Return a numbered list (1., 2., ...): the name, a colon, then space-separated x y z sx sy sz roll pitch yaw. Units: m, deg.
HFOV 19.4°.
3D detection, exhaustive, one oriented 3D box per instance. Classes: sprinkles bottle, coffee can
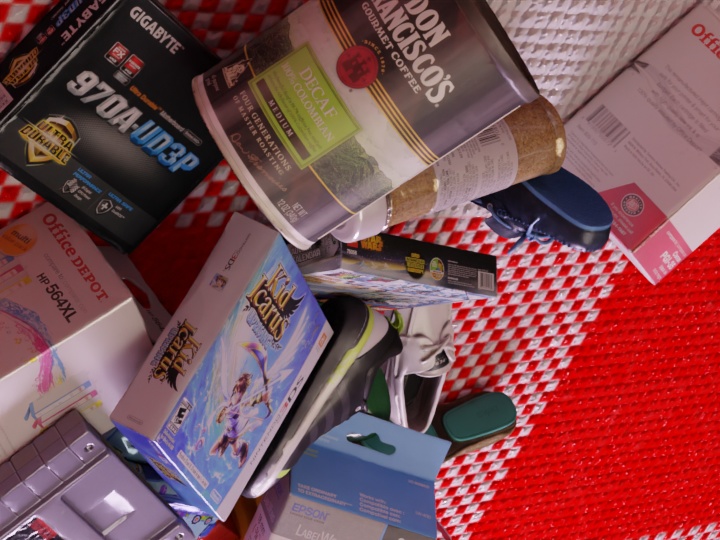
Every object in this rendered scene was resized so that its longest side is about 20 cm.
1. sprinkles bottle: 0.063 -0.080 1.617 0.199 0.068 0.068 -19 140 -27
2. coffee can: 0.004 -0.128 1.468 0.200 0.147 0.146 -33 146 10

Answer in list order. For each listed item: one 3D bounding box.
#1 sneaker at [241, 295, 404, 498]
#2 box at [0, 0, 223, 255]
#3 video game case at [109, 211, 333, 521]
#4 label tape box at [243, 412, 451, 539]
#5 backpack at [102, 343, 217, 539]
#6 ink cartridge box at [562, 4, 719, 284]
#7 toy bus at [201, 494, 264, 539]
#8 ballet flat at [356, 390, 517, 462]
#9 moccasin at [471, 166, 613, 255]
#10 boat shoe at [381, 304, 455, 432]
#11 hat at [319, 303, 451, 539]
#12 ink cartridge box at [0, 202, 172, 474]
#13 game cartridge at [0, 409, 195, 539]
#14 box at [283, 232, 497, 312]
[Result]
1. sneaker: -0.030 0.115 1.750 0.083 0.072 0.200 28 103 -33
2. box: -0.175 -0.114 1.510 0.159 0.046 0.200 -45 145 3
3. video game case: -0.100 0.078 1.604 0.182 0.045 0.200 -61 159 -15
4. label tape box: -0.016 0.227 1.818 0.144 0.063 0.201 19 105 -18
5. backpack: -0.180 0.147 1.724 0.200 0.135 0.182 -49 144 11
6. ink cartridge box: 0.280 -0.111 1.847 0.200 0.147 0.083 -42 146 3
7. toy bus: -0.098 0.235 1.902 0.200 0.136 0.192 -35 132 7
8. ballet flat: 0.062 0.164 2.037 0.199 0.068 0.072 -14 157 -37
9. moccasin: 0.135 -0.056 1.723 0.080 0.200 0.068 3 114 -34
10. boat shoe: 0.056 0.069 1.910 0.072 0.066 0.201 -14 137 -33
11. hat: -0.002 0.136 1.830 0.199 0.176 0.166 1 127 -44
12. ink cartridge box: -0.244 0.053 1.565 0.200 0.129 0.125 -33 144 -12
13. game cartridge: -0.218 0.197 1.602 0.130 0.038 0.200 -41 144 -5
14. box: 0.000 0.000 1.737 0.136 0.040 0.200 -8 168 40
